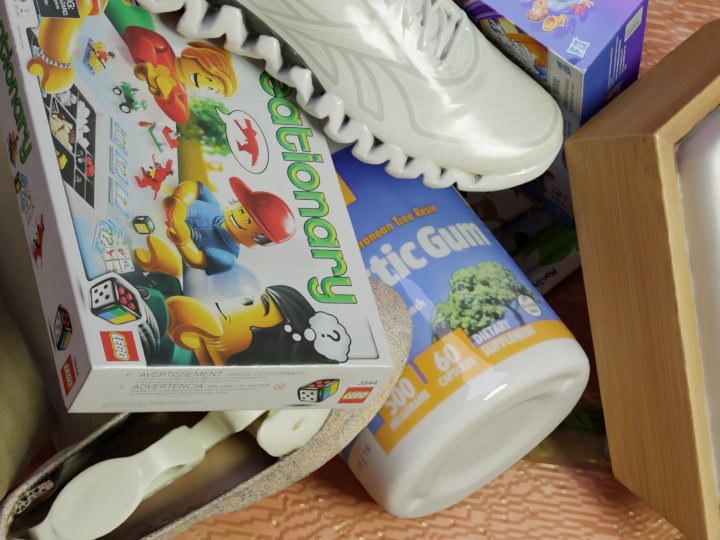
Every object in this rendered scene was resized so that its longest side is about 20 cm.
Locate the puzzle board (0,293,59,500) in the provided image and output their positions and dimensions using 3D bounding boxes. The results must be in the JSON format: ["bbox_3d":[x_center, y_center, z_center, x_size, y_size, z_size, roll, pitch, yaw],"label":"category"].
[{"bbox_3d":[-0.183,0.000,0.953,0.017,0.151,0.200,-20,103,16],"label":"puzzle board"}]

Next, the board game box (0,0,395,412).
[{"bbox_3d":[-0.072,-0.037,0.977,0.126,0.035,0.200,0,56,-29],"label":"board game box"}]

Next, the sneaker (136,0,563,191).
[{"bbox_3d":[0.001,-0.102,0.991,0.200,0.081,0.075,31,44,-10],"label":"sneaker"}]

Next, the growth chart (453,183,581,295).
[{"bbox_3d":[0.034,-0.059,1.193,0.200,0.018,0.145,39,60,14],"label":"growth chart"}]

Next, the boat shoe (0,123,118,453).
[{"bbox_3d":[-0.110,0.009,1.039,0.060,0.074,0.200,-29,108,-33],"label":"boat shoe"}]

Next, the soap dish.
[{"bbox_3d":[0.160,-0.005,1.076,0.081,0.200,0.157,9,33,35],"label":"soap dish"}]

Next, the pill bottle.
[{"bbox_3d":[0.000,0.000,1.092,0.112,0.112,0.200,-28,68,-26],"label":"pill bottle"}]

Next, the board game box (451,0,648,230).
[{"bbox_3d":[0.056,-0.103,1.094,0.134,0.200,0.045,37,78,14],"label":"board game box"}]

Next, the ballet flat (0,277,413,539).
[{"bbox_3d":[-0.063,0.068,0.985,0.200,0.067,0.068,-37,82,-4],"label":"ballet flat"}]
